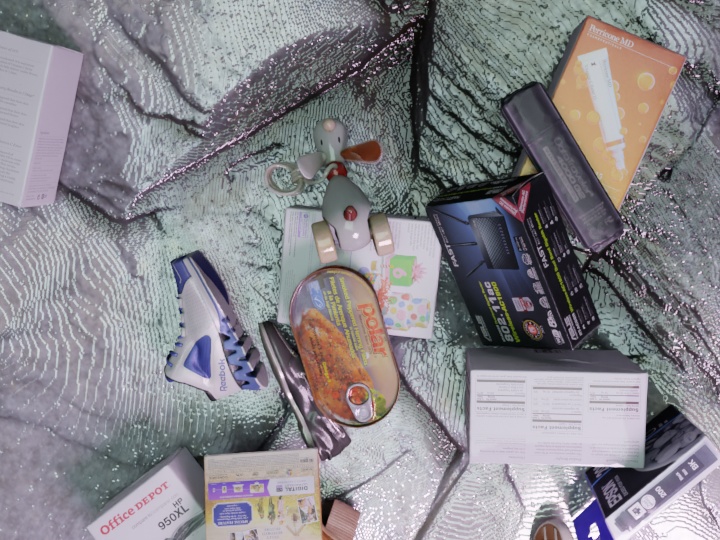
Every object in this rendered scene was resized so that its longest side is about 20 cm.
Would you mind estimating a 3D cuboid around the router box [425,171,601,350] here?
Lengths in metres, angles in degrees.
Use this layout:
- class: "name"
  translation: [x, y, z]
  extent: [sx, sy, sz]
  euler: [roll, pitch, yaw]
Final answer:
- class: "router box"
  translation: [0.176, -0.007, 1.065]
  extent: [0.062, 0.149, 0.202]
  euler: [-33, 107, -31]

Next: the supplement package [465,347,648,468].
- class: "supplement package"
  translation: [0.226, 0.161, 1.093]
  extent: [0.197, 0.156, 0.112]
  euler: [1, 94, 5]

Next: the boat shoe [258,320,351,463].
- class: "boat shoe"
  translation: [-0.072, 0.149, 1.169]
  extent: [0.056, 0.067, 0.202]
  euler: [-24, 99, -12]

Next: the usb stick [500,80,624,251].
- class: "usb stick"
  translation: [0.225, -0.116, 1.013]
  extent: [0.055, 0.033, 0.201]
  euler: [-32, 93, 1]

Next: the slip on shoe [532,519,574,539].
- class: "slip on shoe"
  translation: [0.271, 0.417, 1.169]
  extent: [0.060, 0.076, 0.203]
  euler: [-9, 87, -34]

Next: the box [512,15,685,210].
- class: "box"
  translation: [0.275, -0.175, 1.074]
  extent: [0.123, 0.097, 0.202]
  euler: [23, 97, 3]

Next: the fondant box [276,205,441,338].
- class: "fondant box"
  translation: [0.000, 0.000, 1.145]
  extent: [0.197, 0.058, 0.146]
  euler: [6, 97, 5]

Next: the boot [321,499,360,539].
- class: "boot"
  translation: [-0.110, 0.346, 1.158]
  extent: [0.198, 0.077, 0.157]
  euler: [28, 67, -10]

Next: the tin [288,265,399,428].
- class: "tin"
  translation: [-0.017, 0.092, 1.112]
  extent: [0.111, 0.042, 0.202]
  euler: [-14, 99, 12]

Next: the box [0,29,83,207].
- class: "box"
  translation: [-0.442, -0.194, 1.142]
  extent: [0.123, 0.097, 0.202]
  euler: [15, 98, 3]

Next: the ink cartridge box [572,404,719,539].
- class: "ink cartridge box"
  translation: [0.321, 0.250, 1.074]
  extent: [0.200, 0.198, 0.043]
  euler: [-43, 86, 7]

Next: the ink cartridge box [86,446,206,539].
- class: "ink cartridge box"
  translation: [-0.236, 0.359, 1.191]
  extent: [0.144, 0.084, 0.201]
  euler: [-37, 92, 7]

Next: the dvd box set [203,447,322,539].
- class: "dvd box set"
  translation: [-0.117, 0.324, 1.112]
  extent: [0.144, 0.029, 0.203]
  euler: [-5, 76, 1]

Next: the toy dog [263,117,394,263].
- class: "toy dog"
  translation: [-0.026, -0.103, 1.075]
  extent: [0.131, 0.097, 0.201]
  euler: [-30, 67, -13]

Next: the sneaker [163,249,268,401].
- class: "sneaker"
  translation: [-0.211, 0.085, 1.161]
  extent: [0.114, 0.081, 0.201]
  euler: [-26, 95, 5]
